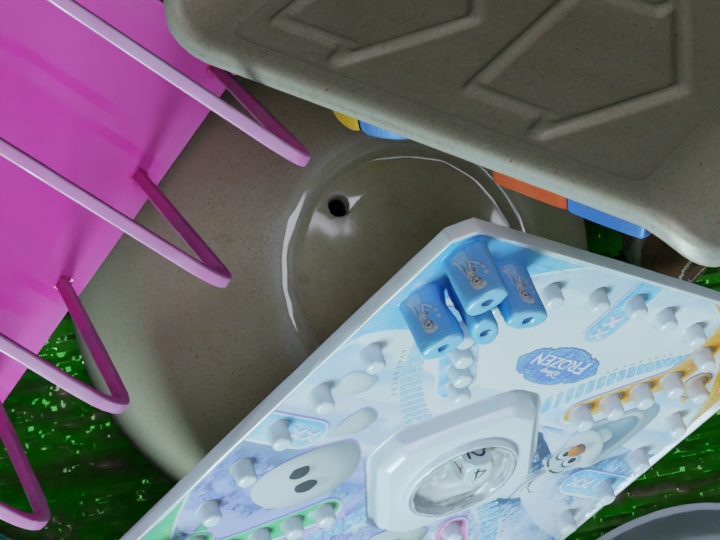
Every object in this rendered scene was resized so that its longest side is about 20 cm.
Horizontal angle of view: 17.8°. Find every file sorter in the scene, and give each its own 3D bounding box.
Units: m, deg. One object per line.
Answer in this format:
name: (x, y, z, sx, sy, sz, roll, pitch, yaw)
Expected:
file sorter: (-0.130, -0.006, 0.722, 0.139, 0.125, 0.201, 33, 97, -30)

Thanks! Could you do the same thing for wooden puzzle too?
wooden puzzle: (0.069, -0.083, 0.715, 0.199, 0.047, 0.185, 26, 50, 27)

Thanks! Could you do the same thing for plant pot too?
plant pot: (0.000, 0.000, 0.829, 0.199, 0.134, 0.202, 0, 90, -13)

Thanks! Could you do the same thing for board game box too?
board game box: (0.035, 0.072, 0.786, 0.199, 0.026, 0.200, 14, 130, -47)

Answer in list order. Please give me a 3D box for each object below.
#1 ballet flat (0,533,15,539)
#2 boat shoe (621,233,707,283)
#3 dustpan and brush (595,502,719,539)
ballet flat: (-0.128, 0.131, 0.844, 0.199, 0.068, 0.063, 27, 112, -9)
boat shoe: (0.150, -0.041, 0.834, 0.072, 0.200, 0.076, 35, 65, 8)
dustpan and brush: (0.160, 0.128, 0.916, 0.140, 0.057, 0.200, 44, 87, -6)
